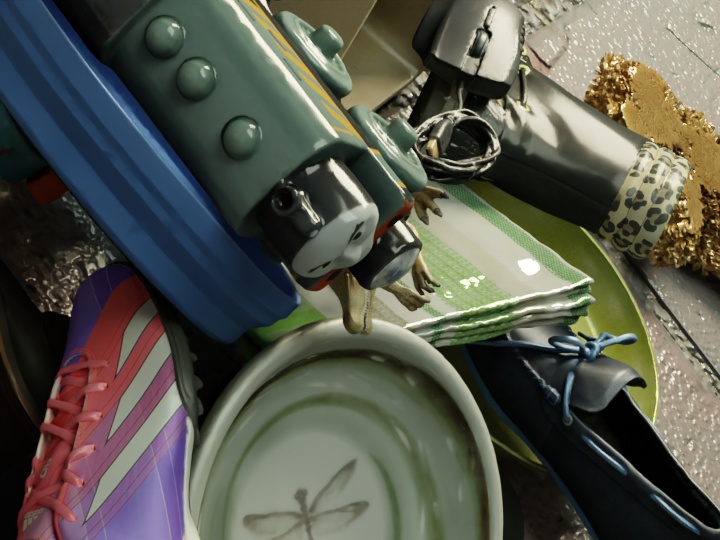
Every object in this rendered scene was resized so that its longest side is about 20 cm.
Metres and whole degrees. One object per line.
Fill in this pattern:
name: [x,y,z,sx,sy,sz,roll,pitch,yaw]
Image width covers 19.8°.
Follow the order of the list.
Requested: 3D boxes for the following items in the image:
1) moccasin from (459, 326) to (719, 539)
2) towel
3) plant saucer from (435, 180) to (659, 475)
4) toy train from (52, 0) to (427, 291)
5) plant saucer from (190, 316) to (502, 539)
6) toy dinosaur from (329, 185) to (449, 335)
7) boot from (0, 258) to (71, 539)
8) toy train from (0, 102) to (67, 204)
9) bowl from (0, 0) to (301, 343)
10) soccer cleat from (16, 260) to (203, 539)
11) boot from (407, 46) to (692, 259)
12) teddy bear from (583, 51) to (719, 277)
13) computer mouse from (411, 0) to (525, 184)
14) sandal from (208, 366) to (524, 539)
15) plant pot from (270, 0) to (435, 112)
moccasin: [0.127,0.070,1.086,0.200,0.068,0.080,52,42,9]
towel: [0.000,0.000,1.039,0.199,0.031,0.149,-11,35,-35]
plant saucer: [0.085,0.032,1.159,0.199,0.031,0.201,24,46,-28]
toy train: [-0.052,-0.075,0.847,0.200,0.085,0.114,54,15,14]
plant saucer: [-0.018,0.121,0.938,0.199,0.050,0.202,0,90,-43]
toy dinosaur: [-0.014,-0.038,0.965,0.101,0.058,0.200,28,16,-41]
boot: [-0.146,0.041,0.907,0.097,0.074,0.201,-13,80,-58]
toy train: [-0.195,-0.118,0.963,0.150,0.055,0.201,36,32,-58]
bowl: [-0.102,-0.052,0.885,0.201,0.039,0.201,51,2,-3]
soccer cleat: [-0.104,0.084,0.822,0.073,0.068,0.201,7,59,-30]
boot: [0.109,-0.077,1.177,0.153,0.074,0.204,27,20,2]
teddy bear: [0.208,-0.051,1.328,0.199,0.067,0.146,25,54,-37]
computer mouse: [0.054,-0.100,1.052,0.058,0.034,0.200,24,31,-6]
sandal: [0.012,0.089,1.031,0.199,0.045,0.075,23,46,-30]
plant pot: [-0.032,-0.196,1.112,0.177,0.200,0.200,39,38,7]
